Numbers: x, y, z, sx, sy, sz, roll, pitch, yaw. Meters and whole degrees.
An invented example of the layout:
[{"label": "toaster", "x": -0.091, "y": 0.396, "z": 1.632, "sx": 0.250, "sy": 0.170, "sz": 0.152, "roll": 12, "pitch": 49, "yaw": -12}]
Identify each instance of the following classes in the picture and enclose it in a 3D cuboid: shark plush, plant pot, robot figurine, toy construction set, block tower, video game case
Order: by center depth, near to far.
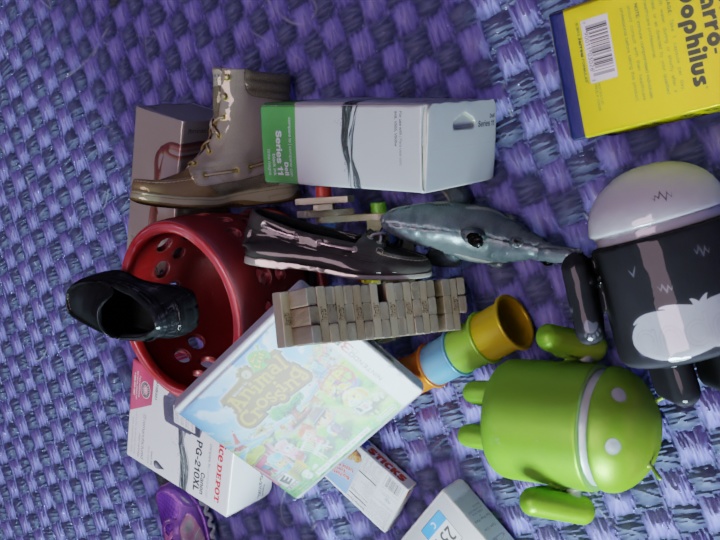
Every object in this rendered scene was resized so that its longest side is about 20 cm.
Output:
[{"label": "robot figurine", "x": 0.266, "y": 0.009, "z": 0.780, "sx": 0.124, "sy": 0.149, "sz": 0.203, "roll": -16, "pitch": 89, "yaw": 53}, {"label": "robot figurine", "x": 0.193, "y": 0.145, "z": 0.866, "sx": 0.197, "sy": 0.115, "sz": 0.179, "roll": 0, "pitch": 75, "yaw": 37}, {"label": "block tower", "x": 0.014, "y": 0.040, "z": 0.896, "sx": 0.058, "sy": 0.197, "sz": 0.055, "roll": -13, "pitch": 82, "yaw": 57}, {"label": "shark plush", "x": 0.118, "y": -0.023, "z": 0.901, "sx": 0.198, "sy": 0.083, "sz": 0.092, "roll": 28, "pitch": 105, "yaw": 27}, {"label": "video game case", "x": -0.064, "y": 0.131, "z": 0.956, "sx": 0.182, "sy": 0.022, "sz": 0.200, "roll": 40, "pitch": 109, "yaw": -21}, {"label": "toy construction set", "x": 0.000, "y": 0.000, "z": 1.004, "sx": 0.129, "sy": 0.092, "sz": 0.203, "roll": 1, "pitch": 111, "yaw": 37}, {"label": "plant pot", "x": -0.150, "y": 0.030, "z": 1.057, "sx": 0.198, "sy": 0.181, "sz": 0.204, "roll": 8, "pitch": 105, "yaw": 35}]

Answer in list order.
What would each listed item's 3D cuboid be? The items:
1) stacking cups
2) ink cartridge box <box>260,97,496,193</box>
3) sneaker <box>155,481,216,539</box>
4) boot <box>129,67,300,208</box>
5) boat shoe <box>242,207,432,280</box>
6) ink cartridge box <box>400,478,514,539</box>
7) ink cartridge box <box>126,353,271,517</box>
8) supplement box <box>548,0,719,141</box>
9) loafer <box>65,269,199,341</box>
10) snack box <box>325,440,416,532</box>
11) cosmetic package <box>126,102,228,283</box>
[{"label": "stacking cups", "x": 0.089, "y": 0.096, "z": 0.967, "sx": 0.199, "sy": 0.060, "sz": 0.061, "roll": -34, "pitch": 79, "yaw": 36}, {"label": "ink cartridge box", "x": 0.020, "y": -0.131, "z": 0.919, "sx": 0.198, "sy": 0.146, "sz": 0.085, "roll": 8, "pitch": 105, "yaw": 36}, {"label": "sneaker", "x": -0.245, "y": 0.396, "z": 1.265, "sx": 0.080, "sy": 0.088, "sz": 0.203, "roll": -23, "pitch": 84, "yaw": 38}, {"label": "boot", "x": -0.167, "y": -0.150, "z": 1.037, "sx": 0.072, "sy": 0.197, "sz": 0.158, "roll": -164, "pitch": 70, "yaw": -66}, {"label": "boat shoe", "x": -0.024, "y": -0.026, "z": 0.922, "sx": 0.196, "sy": 0.067, "sz": 0.058, "roll": 5, "pitch": 100, "yaw": 8}, {"label": "ink cartridge box", "x": 0.110, "y": 0.365, "z": 1.020, "sx": 0.176, "sy": 0.044, "sz": 0.201, "roll": 46, "pitch": 123, "yaw": 22}, {"label": "ink cartridge box", "x": -0.209, "y": 0.205, "z": 1.199, "sx": 0.198, "sy": 0.084, "sz": 0.147, "roll": 21, "pitch": 112, "yaw": 32}, {"label": "supplement box", "x": 0.272, "y": -0.182, "z": 0.743, "sx": 0.198, "sy": 0.108, "sz": 0.112, "roll": -10, "pitch": 94, "yaw": 38}, {"label": "loafer", "x": -0.260, "y": 0.039, "z": 0.986, "sx": 0.198, "sy": 0.070, "sz": 0.069, "roll": 5, "pitch": 104, "yaw": 37}, {"label": "snack box", "x": -0.024, "y": 0.221, "z": 1.101, "sx": 0.199, "sy": 0.024, "sz": 0.073, "roll": 38, "pitch": 120, "yaw": 25}, {"label": "cosmetic package", "x": -0.223, "y": -0.098, "z": 1.136, "sx": 0.086, "sy": 0.103, "sz": 0.203, "roll": 20, "pitch": 112, "yaw": 31}]
